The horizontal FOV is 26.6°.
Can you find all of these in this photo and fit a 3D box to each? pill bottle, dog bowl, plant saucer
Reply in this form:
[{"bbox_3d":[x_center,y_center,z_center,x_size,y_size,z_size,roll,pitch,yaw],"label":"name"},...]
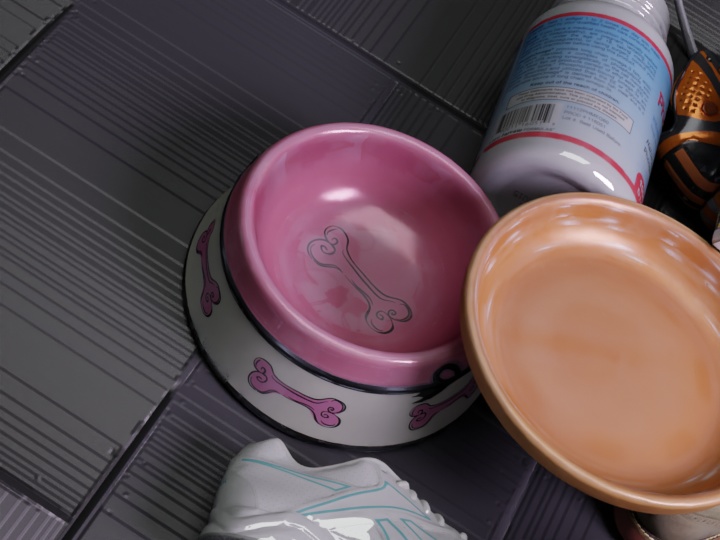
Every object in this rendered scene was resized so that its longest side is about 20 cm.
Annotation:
[{"bbox_3d":[0.144,-0.104,0.994,0.108,0.109,0.201,25,52,-3],"label":"pill bottle"},{"bbox_3d":[0.000,0.000,0.889,0.198,0.074,0.202,11,54,-15],"label":"dog bowl"},{"bbox_3d":[0.144,0.047,0.845,0.198,0.038,0.202,11,53,-15],"label":"plant saucer"}]

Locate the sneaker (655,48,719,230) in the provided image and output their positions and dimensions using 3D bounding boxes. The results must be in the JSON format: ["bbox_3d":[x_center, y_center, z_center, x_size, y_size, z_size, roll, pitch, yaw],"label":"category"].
[{"bbox_3d":[0.283,-0.116,1.075,0.199,0.078,0.112,-26,70,-33],"label":"sneaker"}]

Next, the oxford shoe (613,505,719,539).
[{"bbox_3d":[0.244,0.113,0.905,0.199,0.075,0.071,-23,67,-32],"label":"oxford shoe"}]

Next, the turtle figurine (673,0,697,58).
[{"bbox_3d":[0.268,-0.268,1.177,0.143,0.201,0.194,-26,47,-10],"label":"turtle figurine"}]

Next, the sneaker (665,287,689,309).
[{"bbox_3d":[0.249,0.038,0.974,0.199,0.076,0.088,-20,84,-29],"label":"sneaker"}]

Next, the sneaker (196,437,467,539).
[{"bbox_3d":[0.017,0.142,0.802,0.199,0.071,0.081,20,50,-7],"label":"sneaker"}]

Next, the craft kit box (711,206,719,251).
[{"bbox_3d":[0.313,-0.045,0.966,0.199,0.048,0.199,36,56,-25],"label":"craft kit box"}]
